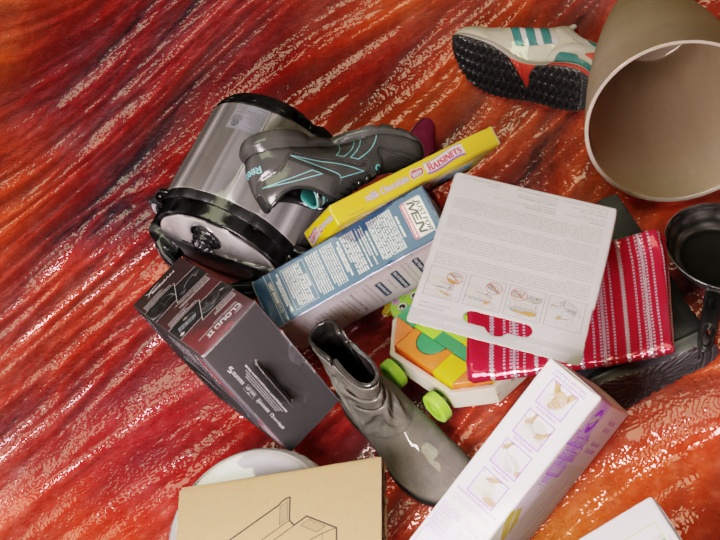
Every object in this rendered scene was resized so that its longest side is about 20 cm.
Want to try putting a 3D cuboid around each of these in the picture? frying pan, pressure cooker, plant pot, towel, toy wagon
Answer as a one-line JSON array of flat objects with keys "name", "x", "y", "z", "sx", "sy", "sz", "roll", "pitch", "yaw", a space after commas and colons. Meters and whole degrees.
[{"name": "frying pan", "x": 0.354, "y": 0.008, "z": 1.344, "sx": 0.113, "sy": 0.031, "sz": 0.191, "roll": -2, "pitch": 49, "yaw": -4}, {"name": "pressure cooker", "x": -0.125, "y": -0.067, "z": 1.515, "sx": 0.175, "sy": 0.178, "sz": 0.201, "roll": -12, "pitch": 46, "yaw": 57}, {"name": "plant pot", "x": 0.315, "y": -0.207, "z": 1.458, "sx": 0.185, "sy": 0.188, "sz": 0.201, "roll": -14, "pitch": 38, "yaw": 13}, {"name": "towel", "x": 0.195, "y": 0.033, "z": 1.338, "sx": 0.198, "sy": 0.023, "sz": 0.146, "roll": -10, "pitch": 50, "yaw": 18}, {"name": "toy wagon", "x": 0.089, "y": 0.062, "z": 1.415, "sx": 0.155, "sy": 0.040, "sz": 0.199, "roll": -40, "pitch": 45, "yaw": -19}]

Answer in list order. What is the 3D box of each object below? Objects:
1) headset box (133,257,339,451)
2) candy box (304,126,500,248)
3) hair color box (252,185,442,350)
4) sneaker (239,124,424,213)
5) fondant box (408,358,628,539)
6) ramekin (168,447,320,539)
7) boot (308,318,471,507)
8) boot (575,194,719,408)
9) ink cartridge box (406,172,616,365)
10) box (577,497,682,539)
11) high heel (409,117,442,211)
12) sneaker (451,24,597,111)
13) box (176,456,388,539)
[{"name": "headset box", "x": -0.121, "y": 0.083, "z": 1.392, "sx": 0.077, "sy": 0.149, "sz": 0.200, "roll": -45, "pitch": 32, "yaw": -11}, {"name": "candy box", "x": 0.042, "y": -0.084, "z": 1.435, "sx": 0.199, "sy": 0.102, "sz": 0.027, "roll": -28, "pitch": 83, "yaw": -20}, {"name": "hair color box", "x": 0.000, "y": 0.000, "z": 1.423, "sx": 0.199, "sy": 0.100, "sz": 0.061, "roll": -29, "pitch": 70, "yaw": 7}, {"name": "sneaker", "x": -0.025, "y": -0.099, "z": 1.431, "sx": 0.198, "sy": 0.075, "sz": 0.080, "roll": -5, "pitch": 71, "yaw": -21}, {"name": "fondant box", "x": 0.140, "y": 0.178, "z": 1.219, "sx": 0.058, "sy": 0.144, "sz": 0.201, "roll": 38, "pitch": 94, "yaw": 22}, {"name": "ramekin", "x": -0.090, "y": 0.260, "z": 1.326, "sx": 0.200, "sy": 0.095, "sz": 0.204, "roll": -11, "pitch": 52, "yaw": 15}, {"name": "boot", "x": 0.024, "y": 0.137, "z": 1.343, "sx": 0.068, "sy": 0.131, "sz": 0.200, "roll": -42, "pitch": 52, "yaw": -11}, {"name": "boot", "x": 0.230, "y": 0.034, "z": 1.371, "sx": 0.163, "sy": 0.066, "sz": 0.201, "roll": -21, "pitch": 55, "yaw": -7}, {"name": "ink cartridge box", "x": 0.139, "y": 0.005, "z": 1.289, "sx": 0.161, "sy": 0.057, "sz": 0.201, "roll": 14, "pitch": 52, "yaw": 9}, {"name": "box", "x": 0.191, "y": 0.298, "z": 1.170, "sx": 0.199, "sy": 0.113, "sz": 0.102, "roll": -30, "pitch": 52, "yaw": 0}, {"name": "high heel", "x": 0.081, "y": -0.079, "z": 1.533, "sx": 0.095, "sy": 0.068, "sz": 0.202, "roll": 12, "pitch": 61, "yaw": 8}, {"name": "sneaker", "x": 0.200, "y": -0.243, "z": 1.596, "sx": 0.199, "sy": 0.071, "sz": 0.093, "roll": 22, "pitch": 49, "yaw": 35}, {"name": "box", "x": -0.071, "y": 0.256, "z": 1.246, "sx": 0.198, "sy": 0.021, "sz": 0.165, "roll": -11, "pitch": 53, "yaw": 14}]
